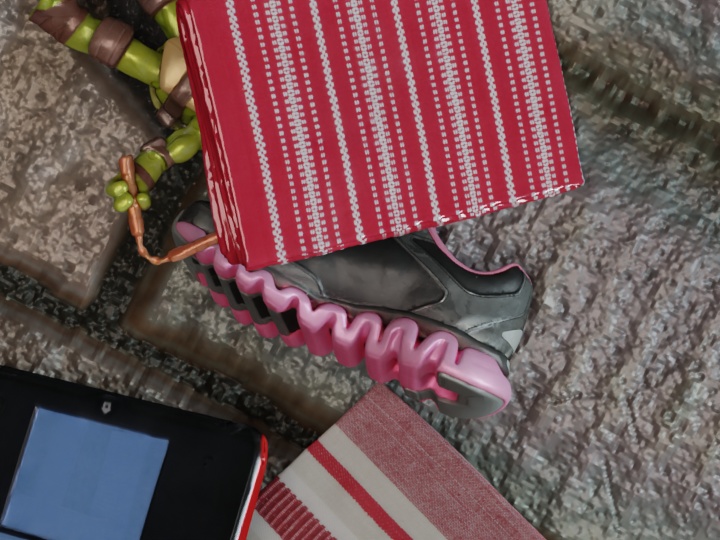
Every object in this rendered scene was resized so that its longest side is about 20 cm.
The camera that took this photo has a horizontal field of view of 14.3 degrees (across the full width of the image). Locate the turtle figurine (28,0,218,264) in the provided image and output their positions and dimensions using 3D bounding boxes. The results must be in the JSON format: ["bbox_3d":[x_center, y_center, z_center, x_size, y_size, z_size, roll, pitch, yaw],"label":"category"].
[{"bbox_3d":[-0.082,-0.112,1.506,0.161,0.064,0.200,44,80,0],"label":"turtle figurine"}]

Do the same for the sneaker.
[{"bbox_3d":[0.000,0.000,1.513,0.200,0.079,0.096,24,74,7],"label":"sneaker"}]

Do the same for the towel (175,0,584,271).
[{"bbox_3d":[0.010,-0.089,1.476,0.200,0.022,0.145,-13,94,-19],"label":"towel"}]

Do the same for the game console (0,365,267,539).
[{"bbox_3d":[-0.152,0.149,1.510,0.200,0.031,0.177,12,86,30],"label":"game console"}]

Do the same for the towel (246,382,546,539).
[{"bbox_3d":[-0.014,0.170,1.493,0.200,0.023,0.144,-42,60,-6],"label":"towel"}]
